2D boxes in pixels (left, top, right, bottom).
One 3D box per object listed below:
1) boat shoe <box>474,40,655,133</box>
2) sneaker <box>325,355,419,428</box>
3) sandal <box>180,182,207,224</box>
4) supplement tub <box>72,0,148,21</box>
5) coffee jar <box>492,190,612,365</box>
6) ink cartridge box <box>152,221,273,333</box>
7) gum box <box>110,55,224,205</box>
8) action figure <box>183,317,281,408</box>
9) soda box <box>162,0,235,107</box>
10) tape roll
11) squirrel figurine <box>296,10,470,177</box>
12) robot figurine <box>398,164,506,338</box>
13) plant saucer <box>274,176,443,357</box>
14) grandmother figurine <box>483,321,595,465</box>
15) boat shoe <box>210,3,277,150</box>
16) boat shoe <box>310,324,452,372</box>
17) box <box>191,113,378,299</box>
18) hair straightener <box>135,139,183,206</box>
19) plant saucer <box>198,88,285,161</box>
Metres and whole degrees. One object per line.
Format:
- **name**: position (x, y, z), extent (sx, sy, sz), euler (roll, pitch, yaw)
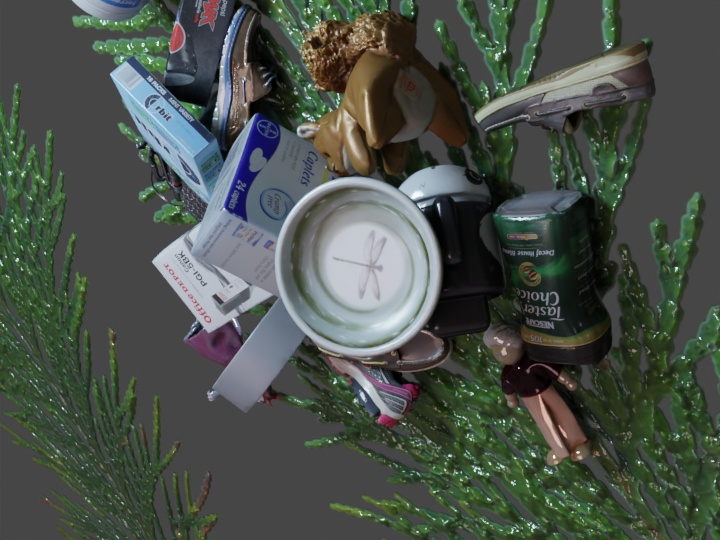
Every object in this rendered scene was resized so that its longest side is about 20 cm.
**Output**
- **boat shoe**: position (0.209, -0.174, 0.898), extent (0.200, 0.072, 0.066), euler (-18, 98, 42)
- **sneaker**: position (0.010, 0.135, 1.277), extent (0.075, 0.081, 0.200), euler (-44, 69, 11)
- **sandal**: position (-0.198, -0.065, 1.345), extent (0.075, 0.048, 0.201), euler (-36, 91, 34)
- **supplement tub**: position (-0.312, -0.444, 1.155), extent (0.132, 0.132, 0.200), euler (55, 138, 0)
- **coffee jar**: position (0.224, 0.013, 0.990), extent (0.104, 0.085, 0.201), euler (1, 116, 42)
- **ink cartridge box**: position (-0.188, -0.016, 1.280), extent (0.200, 0.083, 0.147), euler (-31, 102, 32)
- **gum box**: position (-0.262, -0.188, 1.225), extent (0.170, 0.045, 0.200), euler (44, 168, 11)
- **action figure**: position (-0.206, 0.153, 1.481), extent (0.200, 0.134, 0.149), euler (40, 94, -2)
- **soda box**: position (-0.219, -0.324, 1.175), extent (0.071, 0.063, 0.200), euler (11, 135, -16)
- **tape roll**: position (-0.135, 0.113, 1.283), extent (0.066, 0.200, 0.200), euler (36, 136, -3)
- **squirrel figurine**: position (0.004, -0.207, 1.042), extent (0.186, 0.141, 0.201), euler (-17, 89, 57)
- **robot figurine**: position (0.106, -0.025, 1.016), extent (0.150, 0.124, 0.201), euler (-24, 71, 56)
- **plant saucer**: position (0.002, -0.005, 0.971), extent (0.199, 0.050, 0.201), euler (3, 97, 21)
- **grandmother figurine**: position (0.224, 0.151, 1.098), extent (0.121, 0.061, 0.200), euler (-29, 97, 39)
- **boat shoe**: position (-0.151, -0.257, 1.174), extent (0.072, 0.072, 0.201), euler (15, 115, 4)
- **boat shoe**: position (0.027, 0.101, 1.201), extent (0.199, 0.060, 0.072), euler (5, 83, 21)
- **box**: position (-0.086, -0.068, 1.094), extent (0.200, 0.184, 0.105), euler (28, 136, -18)
- **hair straightener**: position (-0.324, -0.196, 1.395), extent (0.077, 0.041, 0.201), euler (13, 127, 37)
- **plant saucer**: position (-0.177, -0.172, 1.279), extent (0.200, 0.027, 0.201), euler (22, 128, 32)
